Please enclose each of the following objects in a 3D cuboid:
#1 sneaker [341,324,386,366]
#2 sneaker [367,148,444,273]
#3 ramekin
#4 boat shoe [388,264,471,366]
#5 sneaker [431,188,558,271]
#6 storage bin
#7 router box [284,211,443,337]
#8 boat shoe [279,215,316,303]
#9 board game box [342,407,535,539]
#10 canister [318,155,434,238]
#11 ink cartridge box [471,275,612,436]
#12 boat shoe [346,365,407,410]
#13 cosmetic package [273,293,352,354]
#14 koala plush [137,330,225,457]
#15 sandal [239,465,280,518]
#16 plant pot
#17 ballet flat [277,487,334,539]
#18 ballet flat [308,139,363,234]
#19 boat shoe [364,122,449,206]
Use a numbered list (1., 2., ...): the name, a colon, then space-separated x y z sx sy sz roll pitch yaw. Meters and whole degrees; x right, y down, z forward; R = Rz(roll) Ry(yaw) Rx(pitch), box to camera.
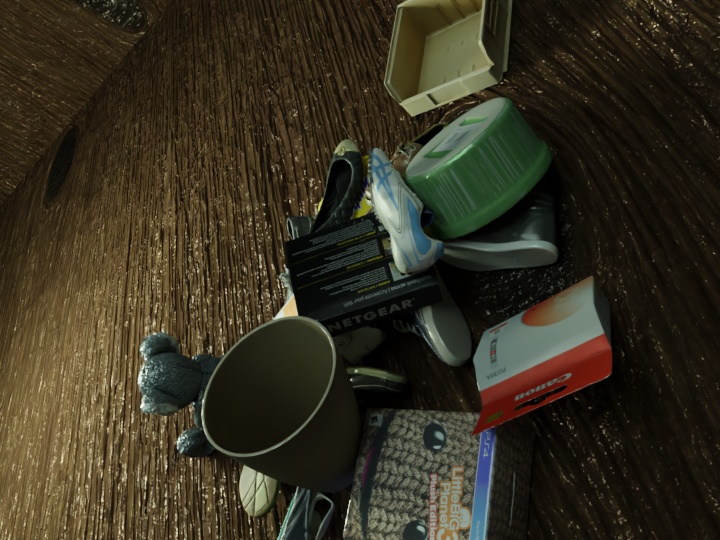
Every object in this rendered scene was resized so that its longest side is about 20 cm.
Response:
1. sneaker: -0.009 0.052 0.987 0.086 0.074 0.204 -29 56 18
2. sneaker: 0.055 -0.085 0.818 0.071 0.072 0.203 -17 58 -4
3. ramekin: 0.155 -0.147 0.849 0.198 0.098 0.201 -36 17 13
4. boat shoe: 0.089 0.070 0.880 0.093 0.073 0.203 -51 39 33
5. sneaker: 0.187 -0.060 0.855 0.196 0.070 0.101 -1 62 40
6. storage bin: 0.154 -0.400 1.069 0.197 0.093 0.203 -11 59 40
7. router box: 0.000 0.000 0.851 0.195 0.051 0.152 -18 54 3
8. boat shoe: -0.118 0.002 1.081 0.072 0.061 0.206 22 103 58
9. board game box: 0.093 0.259 0.729 0.197 0.096 0.163 -10 60 41
10. canister: 0.025 -0.079 1.010 0.149 0.086 0.201 -46 44 12
11. ink cartridge box: 0.195 0.089 0.678 0.160 0.199 0.051 -32 91 27
12. boat shoe: -0.010 0.179 0.905 0.198 0.071 0.068 -10 65 47
13. cosmetic package: -0.103 0.125 0.940 0.201 0.070 0.103 -51 39 26
14. koala plush: -0.303 0.203 1.077 0.182 0.199 0.180 -33 46 24
15. sandal: -0.154 0.311 0.983 0.080 0.054 0.201 -45 28 6
16. plant pot: -0.073 0.198 0.786 0.183 0.202 0.190 -17 42 16
17. ballet flat: -0.065 0.317 0.882 0.072 0.073 0.204 -13 52 39
18. ballet flat: -0.038 -0.127 0.990 0.065 0.056 0.205 -6 64 38
19. boat shoe: 0.074 -0.169 0.948 0.071 0.069 0.199 20 45 37
